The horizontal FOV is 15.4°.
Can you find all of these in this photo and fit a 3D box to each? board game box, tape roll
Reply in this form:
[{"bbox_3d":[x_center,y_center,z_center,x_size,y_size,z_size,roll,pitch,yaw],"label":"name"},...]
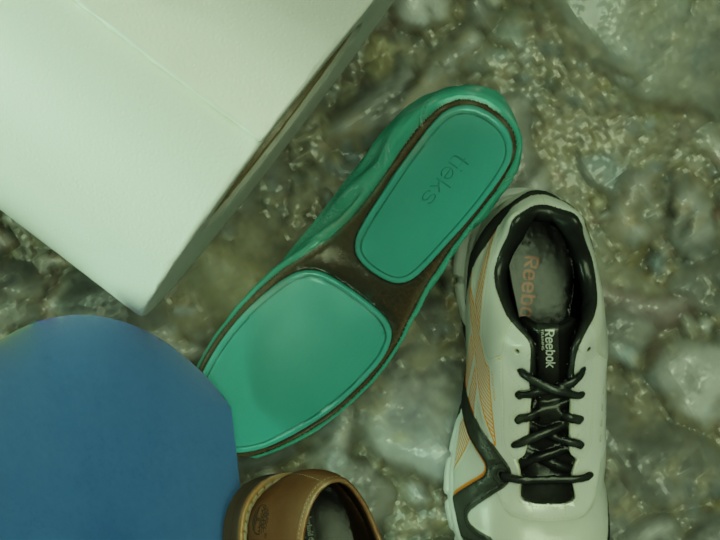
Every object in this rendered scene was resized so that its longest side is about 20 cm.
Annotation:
[{"bbox_3d":[-0.113,0.119,1.080,0.158,0.039,0.200,7,71,-48],"label":"board game box"},{"bbox_3d":[-0.084,-0.101,1.109,0.139,0.203,0.203,38,81,0],"label":"tape roll"}]

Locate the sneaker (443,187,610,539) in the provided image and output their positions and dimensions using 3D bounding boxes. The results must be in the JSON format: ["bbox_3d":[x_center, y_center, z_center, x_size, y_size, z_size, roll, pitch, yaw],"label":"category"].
[{"bbox_3d":[0.074,0.060,1.168,0.074,0.080,0.200,-5,85,-8],"label":"sneaker"}]

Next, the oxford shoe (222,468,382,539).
[{"bbox_3d":[-0.004,0.178,1.086,0.071,0.071,0.200,-15,87,-30],"label":"oxford shoe"}]

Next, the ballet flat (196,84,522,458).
[{"bbox_3d":[0.000,0.000,1.166,0.067,0.070,0.200,39,102,-6],"label":"ballet flat"}]
